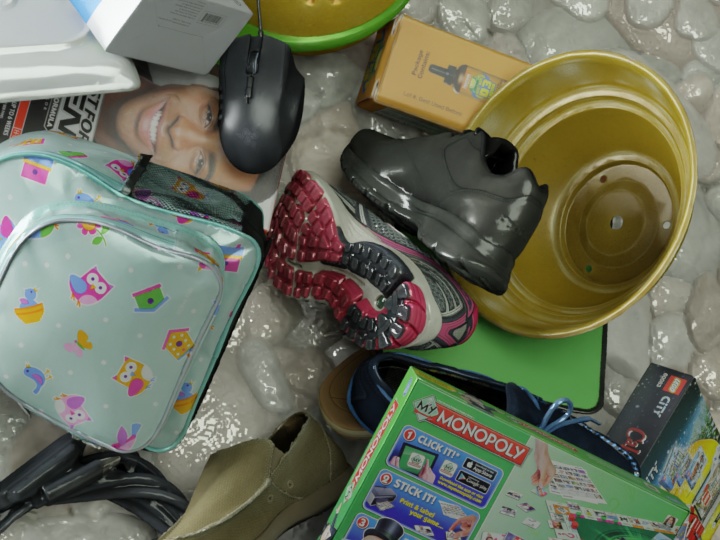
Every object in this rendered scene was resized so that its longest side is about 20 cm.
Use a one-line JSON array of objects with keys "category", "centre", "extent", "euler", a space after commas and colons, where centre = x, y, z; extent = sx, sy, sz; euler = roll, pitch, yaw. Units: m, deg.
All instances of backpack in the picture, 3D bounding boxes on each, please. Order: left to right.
[{"category": "backpack", "centre": [-0.177, 0.009, 1.234], "extent": [0.199, 0.153, 0.177], "euler": [25, 107, -1]}]

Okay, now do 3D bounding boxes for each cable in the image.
[{"category": "cable", "centre": [-0.191, 0.206, 1.249], "extent": [0.200, 0.051, 0.164], "euler": [-39, 94, -27]}]

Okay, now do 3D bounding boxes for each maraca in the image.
[{"category": "maraca", "centre": [-0.051, -0.205, 1.364], "extent": [0.199, 0.107, 0.138], "euler": [-25, 59, -15]}]

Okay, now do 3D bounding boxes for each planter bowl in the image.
[{"category": "planter bowl", "centre": [0.159, -0.043, 1.329], "extent": [0.083, 0.199, 0.202], "euler": [22, 65, -50]}]

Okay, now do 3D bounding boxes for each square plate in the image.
[{"category": "square plate", "centre": [-0.259, -0.175, 1.271], "extent": [0.198, 0.029, 0.199], "euler": [-6, 42, -17]}]

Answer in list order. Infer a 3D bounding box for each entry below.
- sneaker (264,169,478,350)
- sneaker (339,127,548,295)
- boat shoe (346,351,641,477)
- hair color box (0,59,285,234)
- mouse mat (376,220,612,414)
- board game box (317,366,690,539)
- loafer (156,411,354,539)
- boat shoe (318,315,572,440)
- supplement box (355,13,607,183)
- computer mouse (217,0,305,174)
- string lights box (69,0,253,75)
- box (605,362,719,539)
[{"category": "sneaker", "centre": [0.000, 0.000, 1.305], "extent": [0.074, 0.200, 0.081], "euler": [10, 113, -38]}, {"category": "sneaker", "centre": [0.061, -0.058, 1.308], "extent": [0.076, 0.200, 0.091], "euler": [34, 94, -41]}, {"category": "boat shoe", "centre": [0.086, 0.110, 1.247], "extent": [0.198, 0.069, 0.085], "euler": [15, 66, -2]}, {"category": "hair color box", "centre": [-0.152, -0.092, 1.327], "extent": [0.198, 0.061, 0.102], "euler": [16, 70, -14]}, {"category": "mouse mat", "centre": [0.098, 0.007, 1.361], "extent": [0.160, 0.008, 0.201], "euler": [13, 51, -4]}, {"category": "board game box", "centre": [0.087, 0.162, 1.203], "extent": [0.199, 0.029, 0.135], "euler": [27, 97, -14]}, {"category": "loafer", "centre": [-0.082, 0.149, 1.252], "extent": [0.200, 0.076, 0.068], "euler": [-26, 92, -53]}, {"category": "boat shoe", "centre": [0.059, 0.079, 1.342], "extent": [0.199, 0.065, 0.072], "euler": [-17, 60, -25]}, {"category": "supplement box", "centre": [0.100, -0.119, 1.406], "extent": [0.199, 0.069, 0.067], "euler": [20, 86, -14]}, {"category": "computer mouse", "centre": [-0.068, -0.165, 1.298], "extent": [0.058, 0.034, 0.202], "euler": [-1, 86, 10]}, {"category": "string lights box", "centre": [-0.168, -0.225, 1.293], "extent": [0.102, 0.059, 0.200], "euler": [8, 38, -54]}, {"category": "box", "centre": [0.185, 0.184, 1.332], "extent": [0.201, 0.038, 0.137], "euler": [-55, 138, -22]}]
